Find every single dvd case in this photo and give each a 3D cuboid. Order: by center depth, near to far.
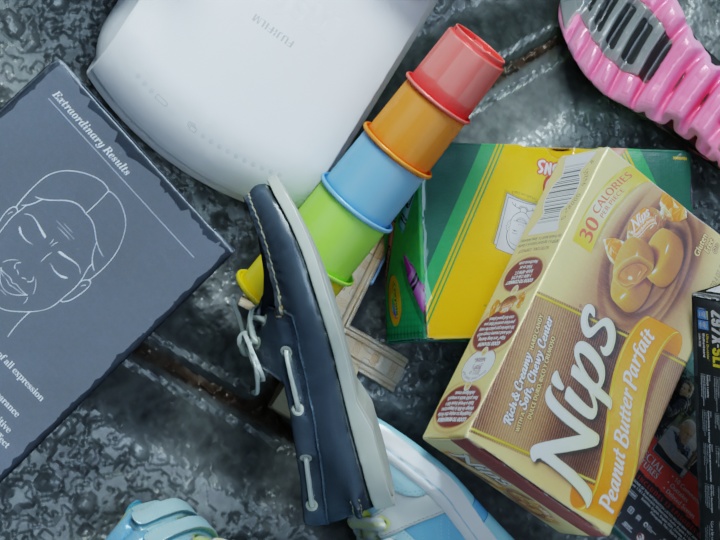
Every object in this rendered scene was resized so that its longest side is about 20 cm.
[{"bbox_3d":[0.247,0.115,1.327,0.146,0.022,0.200,42,77,-11],"label":"dvd case"}]

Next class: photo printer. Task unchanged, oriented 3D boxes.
[{"bbox_3d":[-0.058,-0.147,1.218,0.166,0.069,0.201,35,77,-13],"label":"photo printer"}]

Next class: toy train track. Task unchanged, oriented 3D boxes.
[{"bbox_3d":[0.000,0.000,1.247,0.114,0.033,0.201,29,78,-14],"label":"toy train track"}]

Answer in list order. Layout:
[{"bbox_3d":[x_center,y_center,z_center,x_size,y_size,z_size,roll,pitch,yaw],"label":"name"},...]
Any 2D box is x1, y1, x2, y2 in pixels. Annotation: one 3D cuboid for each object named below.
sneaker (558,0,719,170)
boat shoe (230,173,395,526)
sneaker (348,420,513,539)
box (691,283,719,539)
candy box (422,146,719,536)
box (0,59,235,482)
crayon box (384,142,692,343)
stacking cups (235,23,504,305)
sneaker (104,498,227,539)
[{"bbox_3d":[0.209,-0.116,1.303,0.200,0.095,0.079,42,93,13],"label":"sneaker"},{"bbox_3d":[-0.035,0.047,1.135,0.061,0.075,0.201,-17,105,3],"label":"boat shoe"},{"bbox_3d":[0.019,0.185,1.209,0.200,0.079,0.131,45,74,-12],"label":"sneaker"},{"bbox_3d":[0.274,0.092,1.255,0.159,0.049,0.202,-18,111,-42],"label":"box"},{"bbox_3d":[0.133,0.042,1.199,0.115,0.055,0.201,35,72,-21],"label":"candy box"},{"bbox_3d":[-0.199,0.006,1.144,0.200,0.107,0.149,-44,100,-14],"label":"box"},{"bbox_3d":[0.112,-0.015,1.258,0.199,0.058,0.120,0,86,-26],"label":"crayon box"},{"bbox_3d":[0.009,-0.055,1.181,0.060,0.061,0.200,36,100,-12],"label":"stacking cups"},{"bbox_3d":[-0.071,0.170,1.162,0.199,0.080,0.131,-19,49,-9],"label":"sneaker"}]
